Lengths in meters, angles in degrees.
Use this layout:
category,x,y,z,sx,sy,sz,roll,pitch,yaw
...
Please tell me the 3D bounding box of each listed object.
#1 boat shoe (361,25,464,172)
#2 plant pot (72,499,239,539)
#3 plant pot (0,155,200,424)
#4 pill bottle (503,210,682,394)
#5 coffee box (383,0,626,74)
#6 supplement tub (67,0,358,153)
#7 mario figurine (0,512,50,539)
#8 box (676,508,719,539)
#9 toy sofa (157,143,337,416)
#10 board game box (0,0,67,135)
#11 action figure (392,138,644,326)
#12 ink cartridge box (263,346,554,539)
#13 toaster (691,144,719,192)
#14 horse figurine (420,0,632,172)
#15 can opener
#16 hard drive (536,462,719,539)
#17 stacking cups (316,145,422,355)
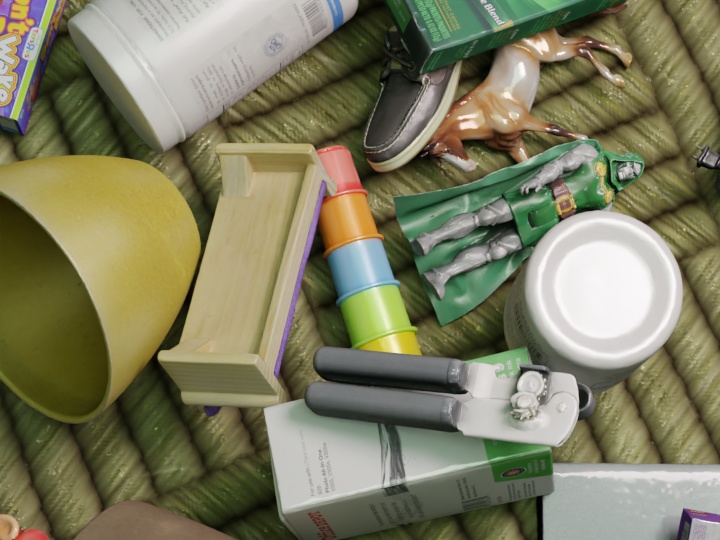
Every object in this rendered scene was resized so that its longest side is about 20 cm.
category,x,y,z,sx,sy,sz,roll,pitch,yaw
boat shoe,0.046,-0.174,1.523,0.066,0.072,0.202,41,69,-35
plant pot,-0.130,0.257,1.386,0.174,0.200,0.201,34,78,23
plant pot,-0.205,-0.007,1.439,0.142,0.200,0.200,-35,81,-37
pill bottle,0.166,0.033,1.428,0.114,0.200,0.115,1,78,-3
coffee box,0.110,-0.242,1.496,0.199,0.044,0.124,-20,75,-20
supplement tub,-0.114,-0.200,1.499,0.200,0.132,0.132,-36,82,-10
mario figurine,-0.312,0.189,1.398,0.200,0.124,0.106,41,84,23
box,0.291,0.289,1.433,0.136,0.039,0.201,10,95,-3
toy sofa,-0.078,0.009,1.440,0.082,0.098,0.201,1,58,20
board game box,-0.306,-0.224,1.536,0.134,0.045,0.201,15,77,0
action figure,0.135,-0.046,1.505,0.199,0.055,0.119,-27,119,-10
ink cartridge box,0.038,0.133,1.413,0.199,0.146,0.085,-13,71,2
toaster,0.370,-0.107,1.517,0.199,0.114,0.130,18,74,3
horse figurine,0.143,-0.150,1.544,0.132,0.050,0.201,25,80,-4
can opener,0.059,0.091,1.321,0.199,0.067,0.053,6,68,19
hard drive,0.235,0.220,1.478,0.199,0.033,0.141,1,78,-3
stacking cups,0.000,0.000,1.497,0.060,0.061,0.201,-17,80,-7
